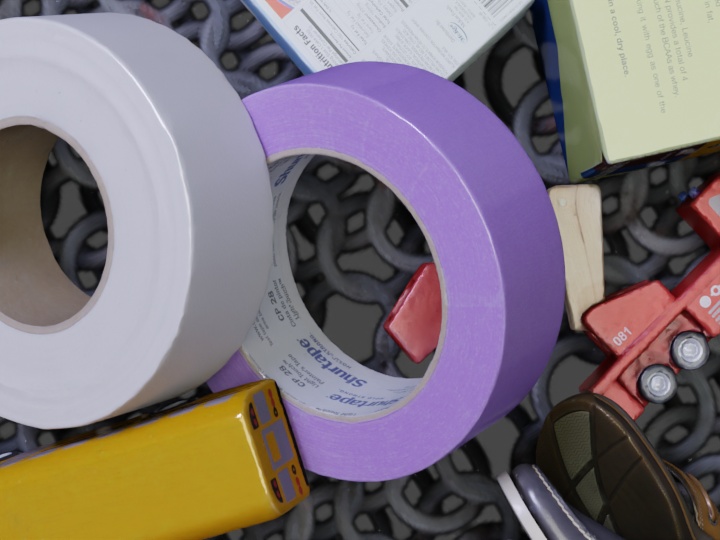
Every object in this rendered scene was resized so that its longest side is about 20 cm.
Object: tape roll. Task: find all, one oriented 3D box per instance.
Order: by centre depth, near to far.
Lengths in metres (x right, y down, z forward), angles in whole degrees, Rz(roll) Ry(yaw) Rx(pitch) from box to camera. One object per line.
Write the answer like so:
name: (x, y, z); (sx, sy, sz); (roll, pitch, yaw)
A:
tape roll: (-0.143, -0.026, 1.028); (0.201, 0.071, 0.204); (6, 102, 32)
tape roll: (0.000, 0.000, 1.033); (0.199, 0.066, 0.202); (12, 112, 31)

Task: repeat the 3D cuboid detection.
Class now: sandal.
sandal: (0.165, 0.139, 1.092); (0.200, 0.082, 0.055); (47, 46, -12)

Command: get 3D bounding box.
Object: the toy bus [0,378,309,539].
toy bus: (-0.127, 0.113, 1.048); (0.199, 0.078, 0.066); (-17, 93, 18)

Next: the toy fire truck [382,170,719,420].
toy fire truck: (0.125, 0.004, 1.101); (0.141, 0.049, 0.200); (45, 87, -1)

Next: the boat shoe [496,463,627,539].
boat shoe: (0.149, 0.164, 1.057); (0.063, 0.073, 0.200); (-41, 96, 3)

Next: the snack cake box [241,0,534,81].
snack cake box: (-0.017, -0.175, 1.089); (0.115, 0.067, 0.200); (-41, 91, -1)

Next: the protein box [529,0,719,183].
protein box: (0.190, -0.166, 1.065); (0.199, 0.135, 0.200); (-13, 89, -2)
